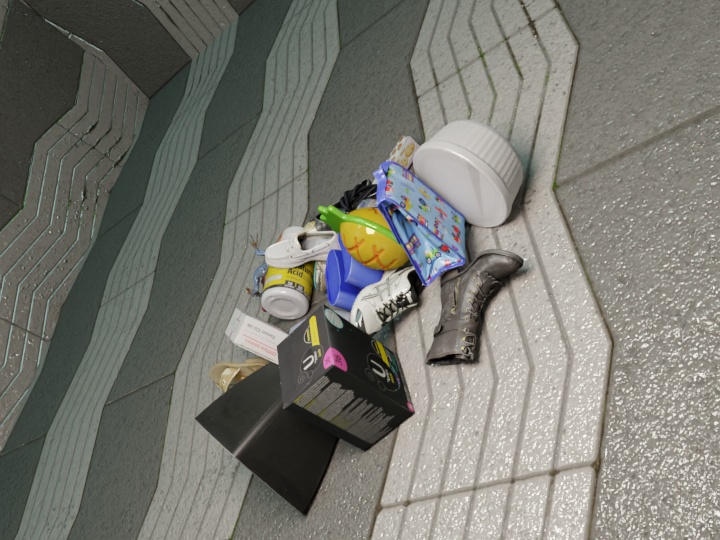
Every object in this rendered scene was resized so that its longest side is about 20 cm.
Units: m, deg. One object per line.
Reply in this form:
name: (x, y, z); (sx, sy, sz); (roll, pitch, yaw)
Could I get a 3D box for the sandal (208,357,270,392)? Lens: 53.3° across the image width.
sandal: (-0.285, 0.253, 1.632); (0.210, 0.078, 0.070); (-19, 41, 36)

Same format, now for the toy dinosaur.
toy dinosaur: (-0.203, -0.012, 1.757); (0.183, 0.104, 0.200); (-55, 46, 7)

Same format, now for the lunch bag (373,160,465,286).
lunch bag: (0.093, -0.102, 1.258); (0.093, 0.200, 0.151); (-31, 25, 25)

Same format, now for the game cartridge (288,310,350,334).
game cartridge: (-0.088, 0.153, 1.505); (0.198, 0.041, 0.135); (-17, 52, 44)

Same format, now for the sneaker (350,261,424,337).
sneaker: (0.060, 0.050, 1.333); (0.087, 0.076, 0.201); (5, 47, 46)

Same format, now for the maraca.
maraca: (0.010, -0.068, 1.344); (0.108, 0.198, 0.137); (-62, -10, -17)

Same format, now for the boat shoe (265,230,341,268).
boat shoe: (-0.129, -0.057, 1.575); (0.197, 0.070, 0.072); (-10, 53, 20)

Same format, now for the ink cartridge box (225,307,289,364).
ink cartridge box: (-0.219, 0.144, 1.559); (0.068, 0.115, 0.200); (-65, 18, -4)

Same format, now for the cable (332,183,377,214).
cable: (0.030, -0.145, 1.488); (0.161, 0.052, 0.199); (1, 24, 36)

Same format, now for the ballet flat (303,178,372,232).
ballet flat: (-0.053, -0.143, 1.643); (0.199, 0.057, 0.066); (-36, 45, -14)

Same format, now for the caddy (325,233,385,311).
caddy: (0.000, 0.000, 1.468); (0.201, 0.104, 0.142); (-100, 32, -49)

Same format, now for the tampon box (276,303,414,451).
tampon box: (-0.029, 0.187, 1.242); (0.126, 0.199, 0.151); (-41, 35, 19)

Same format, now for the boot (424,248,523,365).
boot: (0.189, 0.070, 1.197); (0.199, 0.069, 0.176); (-31, 39, 49)

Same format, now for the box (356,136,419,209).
box: (0.064, -0.208, 1.613); (0.202, 0.041, 0.039); (-58, 32, -5)

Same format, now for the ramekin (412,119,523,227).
ramekin: (0.201, -0.179, 1.291); (0.095, 0.203, 0.201); (-51, 30, -18)

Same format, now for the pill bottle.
pill bottle: (-0.160, 0.001, 1.663); (0.111, 0.111, 0.202); (-26, 43, 37)

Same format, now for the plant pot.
plant pot: (-0.153, 0.294, 1.336); (0.178, 0.201, 0.199); (-49, 30, -16)

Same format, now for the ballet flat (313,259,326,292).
ballet flat: (-0.058, -0.044, 1.624); (0.074, 0.068, 0.202); (-14, 46, 25)
